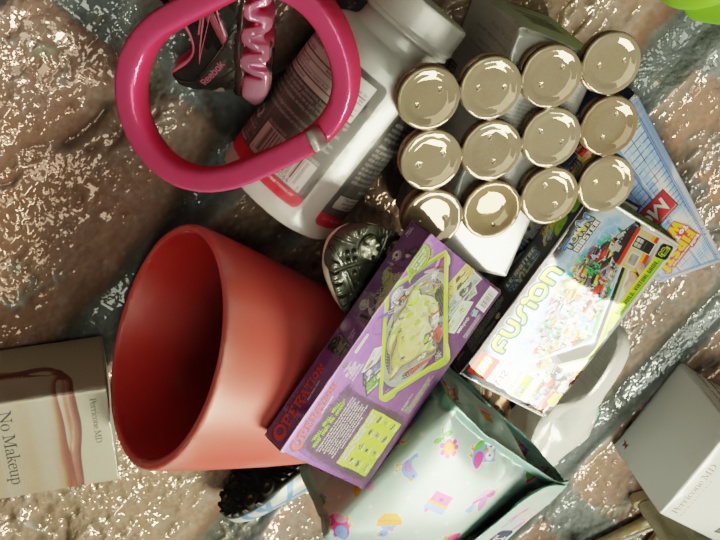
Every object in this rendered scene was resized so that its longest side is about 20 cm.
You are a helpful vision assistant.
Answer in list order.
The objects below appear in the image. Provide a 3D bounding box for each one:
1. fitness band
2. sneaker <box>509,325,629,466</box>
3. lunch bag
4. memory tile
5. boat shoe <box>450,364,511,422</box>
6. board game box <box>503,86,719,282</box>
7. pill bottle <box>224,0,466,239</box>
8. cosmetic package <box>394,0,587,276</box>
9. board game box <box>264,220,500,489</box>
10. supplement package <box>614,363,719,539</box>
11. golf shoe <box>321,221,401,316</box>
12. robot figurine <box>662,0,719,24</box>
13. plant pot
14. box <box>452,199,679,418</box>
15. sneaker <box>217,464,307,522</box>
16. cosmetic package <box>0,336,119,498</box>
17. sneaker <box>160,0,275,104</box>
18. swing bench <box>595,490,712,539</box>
[{"bbox_3d":[-0.094,-0.137,0.887,0.198,0.037,0.145,-20,101,28],"label":"fitness band"},{"bbox_3d":[0.210,0.128,1.193,0.088,0.076,0.201,12,127,-34],"label":"sneaker"},{"bbox_3d":[0.074,0.197,1.080,0.170,0.122,0.200,-44,121,9],"label":"lunch bag"},{"bbox_3d":[0.123,-0.101,0.941,0.197,0.017,0.155,-12,120,-10],"label":"memory tile"},{"bbox_3d":[0.112,0.141,1.166,0.071,0.076,0.202,4,118,-20],"label":"boat shoe"},{"bbox_3d":[0.227,-0.038,1.106,0.199,0.062,0.200,36,104,-28],"label":"board game box"},{"bbox_3d":[-0.009,-0.133,0.959,0.110,0.111,0.201,32,106,-28],"label":"pill bottle"},{"bbox_3d":[0.108,-0.112,1.004,0.080,0.113,0.202,14,111,-22],"label":"cosmetic package"},{"bbox_3d":[0.021,0.071,0.960,0.201,0.032,0.120,-55,143,0],"label":"board game box"},{"bbox_3d":[0.384,0.206,1.251,0.198,0.118,0.118,27,109,-26],"label":"supplement package"},{"bbox_3d":[0.000,0.000,0.997,0.078,0.088,0.200,-58,156,-2],"label":"golf shoe"},{"bbox_3d":[0.262,-0.289,0.946,0.175,0.115,0.201,-42,121,-10],"label":"robot figurine"},{"bbox_3d":[-0.089,0.077,1.016,0.176,0.201,0.202,14,114,-34],"label":"plant pot"},{"bbox_3d":[0.178,0.027,1.072,0.109,0.035,0.201,26,109,-26],"label":"box"},{"bbox_3d":[-0.046,0.184,1.148,0.199,0.072,0.073,-33,129,7],"label":"sneaker"},{"bbox_3d":[-0.311,0.132,1.033,0.197,0.087,0.105,-9,119,-11],"label":"cosmetic package"},{"bbox_3d":[-0.109,-0.224,0.911,0.094,0.079,0.203,4,115,1],"label":"sneaker"},{"bbox_3d":[0.320,0.351,1.264,0.200,0.199,0.130,-41,121,8],"label":"swing bench"}]
